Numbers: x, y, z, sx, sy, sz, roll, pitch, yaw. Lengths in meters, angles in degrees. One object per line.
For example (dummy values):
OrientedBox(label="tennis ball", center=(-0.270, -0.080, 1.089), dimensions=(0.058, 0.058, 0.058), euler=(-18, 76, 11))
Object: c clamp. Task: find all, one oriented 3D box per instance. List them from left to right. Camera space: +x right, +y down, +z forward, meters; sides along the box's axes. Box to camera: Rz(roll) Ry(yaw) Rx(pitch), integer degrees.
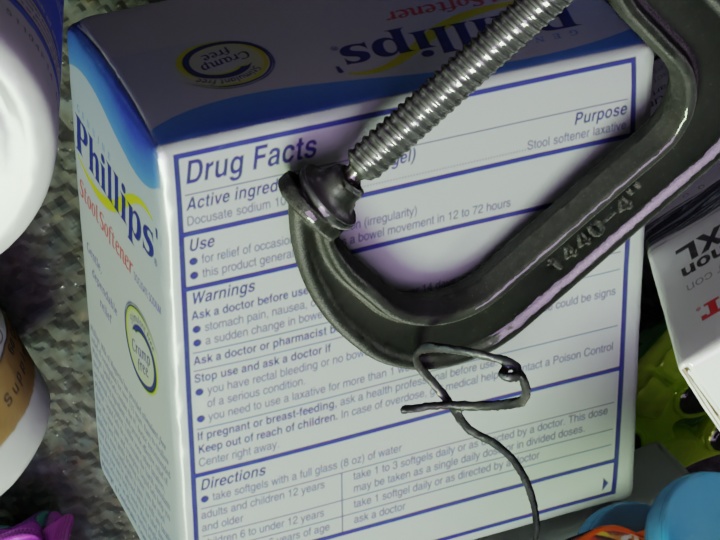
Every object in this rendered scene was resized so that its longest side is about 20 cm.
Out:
OrientedBox(label="c clamp", center=(0.048, -0.056, 0.945), dimensions=(0.200, 0.027, 0.171), euler=(-46, 134, 13))

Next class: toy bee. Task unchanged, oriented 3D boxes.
OrientedBox(label="toy bee", center=(0.091, 0.123, 0.995), dimensions=(0.200, 0.109, 0.131), euler=(20, 155, 1))

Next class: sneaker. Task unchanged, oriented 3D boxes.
OrientedBox(label="sneaker", center=(0.107, 0.054, 1.172), dimensions=(0.200, 0.084, 0.074), euler=(-36, 119, -3))

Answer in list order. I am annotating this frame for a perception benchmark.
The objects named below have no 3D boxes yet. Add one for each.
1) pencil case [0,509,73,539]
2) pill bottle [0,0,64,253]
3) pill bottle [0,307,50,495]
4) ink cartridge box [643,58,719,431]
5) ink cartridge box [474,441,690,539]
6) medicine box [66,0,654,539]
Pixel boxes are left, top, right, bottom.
OrientedBox(label="pencil case", center=(-0.215, 0.146, 1.198), dimensions=(0.200, 0.085, 0.093), euler=(-4, 124, -2))
OrientedBox(label="pill bottle", center=(-0.156, -0.089, 0.986), dimensions=(0.112, 0.200, 0.112), euler=(-2, 122, -3))
OrientedBox(label="pill bottle", center=(-0.210, 0.002, 1.091), dimensions=(0.114, 0.114, 0.200), euler=(-22, 121, 10))
OrientedBox(label="ink cartridge box", center=(0.180, -0.025, 1.050), dimensions=(0.145, 0.200, 0.084), euler=(-31, 119, 14))
OrientedBox(label="ink cartridge box", center=(0.087, 0.190, 1.124), dimensions=(0.144, 0.085, 0.200), euler=(-20, 113, -8))
OrientedBox(label="medicine box", center=(0.000, 0.000, 1.043), dimensions=(0.182, 0.103, 0.200), euler=(-13, 123, -19))
